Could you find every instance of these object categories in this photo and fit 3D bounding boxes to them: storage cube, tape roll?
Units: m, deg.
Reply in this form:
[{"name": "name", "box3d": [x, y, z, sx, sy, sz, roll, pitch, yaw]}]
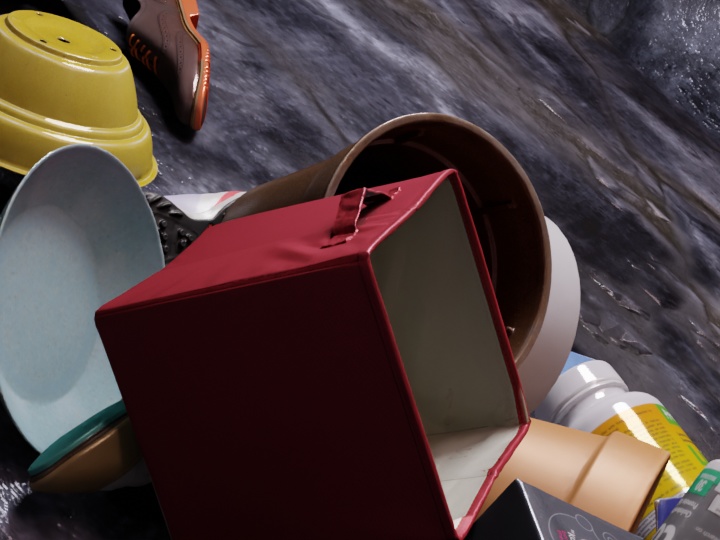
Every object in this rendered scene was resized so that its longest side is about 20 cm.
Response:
[{"name": "storage cube", "box3d": [-0.023, 0.058, 1.037, 0.171, 0.180, 0.200, -45, 119, -62]}, {"name": "tape roll", "box3d": [0.078, 0.032, 1.391, 0.071, 0.202, 0.203, 20, 28, -38]}]

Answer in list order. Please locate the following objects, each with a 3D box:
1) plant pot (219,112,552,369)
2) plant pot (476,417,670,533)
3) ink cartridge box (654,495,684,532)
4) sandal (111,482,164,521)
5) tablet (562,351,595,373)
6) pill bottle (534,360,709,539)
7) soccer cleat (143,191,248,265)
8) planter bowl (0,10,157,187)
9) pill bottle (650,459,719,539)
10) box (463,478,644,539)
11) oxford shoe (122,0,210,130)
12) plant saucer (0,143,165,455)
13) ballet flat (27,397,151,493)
[{"name": "plant pot", "box3d": [0.000, 0.000, 1.256, 0.200, 0.200, 0.198, 27, -18, -29]}, {"name": "plant pot", "box3d": [0.105, 0.181, 1.181, 0.140, 0.200, 0.200, 27, 19, 14]}, {"name": "ink cartridge box", "box3d": [0.288, 0.265, 1.331, 0.200, 0.041, 0.200, 3, 85, -55]}, {"name": "sandal", "box3d": [-0.091, 0.119, 1.153, 0.075, 0.048, 0.200, 44, 23, 14]}, {"name": "tablet", "box3d": [0.240, 0.147, 1.684, 0.130, 0.014, 0.200, 19, 30, -43]}, {"name": "pill bottle", "box3d": [0.236, 0.175, 1.486, 0.111, 0.111, 0.200, 14, 33, -48]}, {"name": "soccer cleat", "box3d": [-0.149, -0.029, 1.349, 0.200, 0.073, 0.068, -8, 93, -44]}, {"name": "planter bowl", "box3d": [-0.237, -0.143, 1.319, 0.200, 0.084, 0.200, 19, 21, -8]}, {"name": "pill bottle", "box3d": [0.233, 0.241, 1.205, 0.113, 0.200, 0.113, 37, -10, 8]}, {"name": "box", "box3d": [0.078, 0.238, 0.984, 0.106, 0.200, 0.122, 28, 24, -28]}, {"name": "oxford shoe", "box3d": [-0.184, -0.199, 1.634, 0.072, 0.071, 0.200, -1, 39, -16]}, {"name": "plant saucer", "box3d": [-0.187, 0.022, 1.084, 0.039, 0.201, 0.201, -1, 7, 24]}, {"name": "ballet flat", "box3d": [-0.128, 0.095, 1.069, 0.063, 0.069, 0.200, 56, 35, -9]}]
